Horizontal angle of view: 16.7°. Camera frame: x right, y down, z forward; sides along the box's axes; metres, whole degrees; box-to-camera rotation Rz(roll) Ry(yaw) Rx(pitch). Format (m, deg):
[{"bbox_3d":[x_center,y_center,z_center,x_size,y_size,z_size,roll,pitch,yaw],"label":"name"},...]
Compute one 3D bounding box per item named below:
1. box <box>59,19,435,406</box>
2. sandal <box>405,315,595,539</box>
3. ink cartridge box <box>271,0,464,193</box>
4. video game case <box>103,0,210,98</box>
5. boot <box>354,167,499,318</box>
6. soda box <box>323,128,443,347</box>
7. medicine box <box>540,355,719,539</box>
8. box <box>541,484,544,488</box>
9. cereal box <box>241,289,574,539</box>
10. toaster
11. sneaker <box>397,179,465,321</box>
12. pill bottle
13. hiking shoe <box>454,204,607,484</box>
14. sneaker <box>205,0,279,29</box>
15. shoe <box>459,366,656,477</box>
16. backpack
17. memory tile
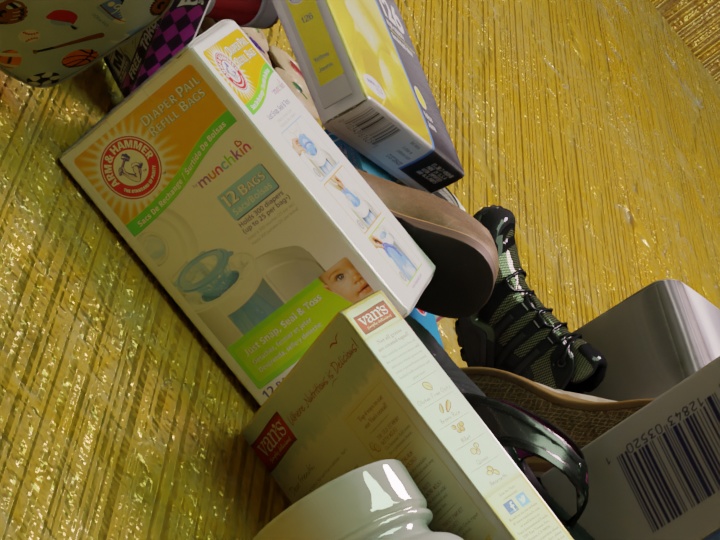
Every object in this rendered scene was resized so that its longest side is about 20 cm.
[{"bbox_3d":[-0.065,-0.034,1.456,0.200,0.112,0.101,51,18,-5],"label":"box"},{"bbox_3d":[0.087,0.095,1.449,0.201,0.048,0.075,51,11,17],"label":"sandal"},{"bbox_3d":[-0.009,-0.164,1.649,0.198,0.047,0.200,27,40,-65],"label":"ink cartridge box"},{"bbox_3d":[-0.134,-0.237,1.521,0.036,0.200,0.181,-3,48,-33],"label":"video game case"},{"bbox_3d":[-0.006,-0.036,1.536,0.200,0.074,0.075,26,24,1],"label":"boot"},{"bbox_3d":[0.000,0.000,1.602,0.068,0.064,0.200,47,21,-47],"label":"soda box"},{"bbox_3d":[0.246,0.142,1.522,0.200,0.182,0.103,29,31,-51],"label":"medicine box"},{"bbox_3d":[0.170,0.234,1.557,0.117,0.060,0.200,23,35,-58],"label":"box"},{"bbox_3d":[0.029,0.127,1.336,0.039,0.144,0.200,-28,76,-38],"label":"cereal box"},{"bbox_3d":[0.217,0.119,1.753,0.181,0.200,0.119,37,28,-40],"label":"toaster"},{"bbox_3d":[0.024,-0.030,1.742,0.088,0.074,0.200,53,21,-23],"label":"sneaker"},{"bbox_3d":[0.030,0.205,1.251,0.200,0.113,0.113,58,18,16],"label":"pill bottle"},{"bbox_3d":[0.120,0.052,1.688,0.076,0.100,0.200,25,60,-74],"label":"hiking shoe"},{"bbox_3d":[-0.144,-0.229,1.692,0.112,0.071,0.200,1,27,-37],"label":"sneaker"},{"bbox_3d":[0.123,0.109,1.610,0.053,0.200,0.070,66,35,-61],"label":"shoe"},{"bbox_3d":[-0.177,-0.211,1.379,0.200,0.190,0.154,29,30,-54],"label":"backpack"},{"bbox_3d":[-0.079,-0.151,1.768,0.153,0.017,0.200,46,13,-23],"label":"memory tile"}]
